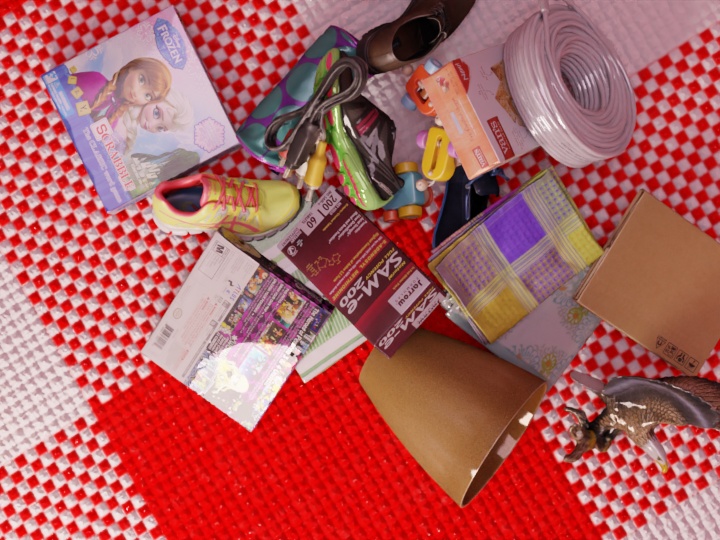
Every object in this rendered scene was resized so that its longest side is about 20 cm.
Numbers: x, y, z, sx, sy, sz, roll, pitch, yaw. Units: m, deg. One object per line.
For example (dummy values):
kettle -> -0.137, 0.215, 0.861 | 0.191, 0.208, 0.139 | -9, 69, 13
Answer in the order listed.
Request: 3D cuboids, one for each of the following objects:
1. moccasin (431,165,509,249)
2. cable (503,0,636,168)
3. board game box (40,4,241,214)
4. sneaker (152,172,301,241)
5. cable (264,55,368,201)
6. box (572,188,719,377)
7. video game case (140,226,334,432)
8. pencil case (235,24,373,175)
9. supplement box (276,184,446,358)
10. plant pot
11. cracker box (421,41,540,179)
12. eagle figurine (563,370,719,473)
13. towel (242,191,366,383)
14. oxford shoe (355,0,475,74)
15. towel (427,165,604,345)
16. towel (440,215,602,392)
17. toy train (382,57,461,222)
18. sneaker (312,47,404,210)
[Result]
moccasin -> 0.151, -0.105, 1.751 | 0.068, 0.080, 0.203 | 19, 104, 37
cable -> 0.258, -0.226, 1.698 | 0.199, 0.069, 0.202 | 36, 51, -28
board game box -> -0.283, -0.207, 1.786 | 0.198, 0.041, 0.202 | -28, 89, 2
sneaker -> -0.173, -0.087, 1.750 | 0.197, 0.091, 0.079 | -6, 69, 1
cable -> -0.052, -0.186, 1.659 | 0.097, 0.050, 0.201 | 48, 123, 26
box -> 0.389, 0.019, 1.743 | 0.199, 0.021, 0.165 | 32, 91, -15
video game case -> -0.158, 0.076, 1.758 | 0.180, 0.036, 0.201 | 34, 108, 1
pencil case -> -0.066, -0.216, 1.757 | 0.092, 0.085, 0.201 | 41, 92, 16
supplement box -> 0.000, 0.000, 1.706 | 0.109, 0.061, 0.200 | -47, 61, 2
plant pot -> 0.101, 0.160, 1.717 | 0.199, 0.186, 0.188 | 35, 92, 15
cracker box -> 0.176, -0.206, 1.697 | 0.057, 0.199, 0.135 | -26, 90, 43
eagle figurine -> 0.361, 0.176, 1.707 | 0.199, 0.153, 0.151 | -32, 115, 28
towel -> -0.068, 0.022, 1.790 | 0.152, 0.023, 0.201 | -33, 87, 1
oxford shoe -> 0.090, -0.308, 1.726 | 0.200, 0.084, 0.073 | -44, 116, -26
towel -> 0.191, -0.016, 1.687 | 0.199, 0.023, 0.144 | -36, 108, -5
towel -> 0.216, 0.034, 1.739 | 0.199, 0.048, 0.172 | 38, 93, -20
toy train -> 0.074, -0.157, 1.739 | 0.151, 0.055, 0.201 | 53, 123, 35
sneaker -> -0.001, -0.177, 1.699 | 0.083, 0.077, 0.203 | -23, 102, -23
